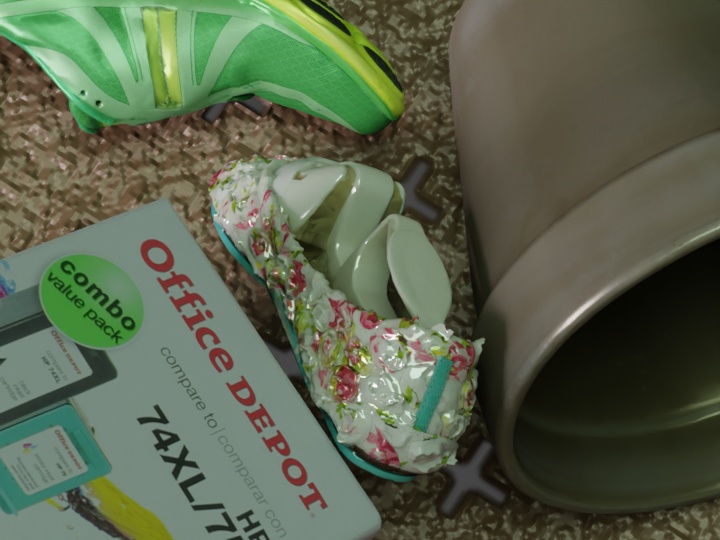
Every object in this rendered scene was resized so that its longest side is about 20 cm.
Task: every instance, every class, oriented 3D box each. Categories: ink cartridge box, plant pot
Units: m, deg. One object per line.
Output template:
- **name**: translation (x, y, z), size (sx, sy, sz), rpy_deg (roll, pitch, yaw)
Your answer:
- **ink cartridge box**: translation (-0.129, 0.095, 0.895), size (0.200, 0.146, 0.147), rpy_deg (-24, 73, -39)
- **plant pot**: translation (0.115, -0.034, 0.970), size (0.200, 0.200, 0.174), rpy_deg (-18, 57, -6)

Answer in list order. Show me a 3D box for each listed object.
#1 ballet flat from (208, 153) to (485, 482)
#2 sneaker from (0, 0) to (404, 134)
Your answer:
- **ballet flat**: translation (0.000, 0.000, 0.958), size (0.076, 0.200, 0.064), rpy_deg (15, 115, -31)
- **sneaker**: translation (-0.079, -0.090, 1.037), size (0.200, 0.074, 0.084), rpy_deg (19, 99, 1)
